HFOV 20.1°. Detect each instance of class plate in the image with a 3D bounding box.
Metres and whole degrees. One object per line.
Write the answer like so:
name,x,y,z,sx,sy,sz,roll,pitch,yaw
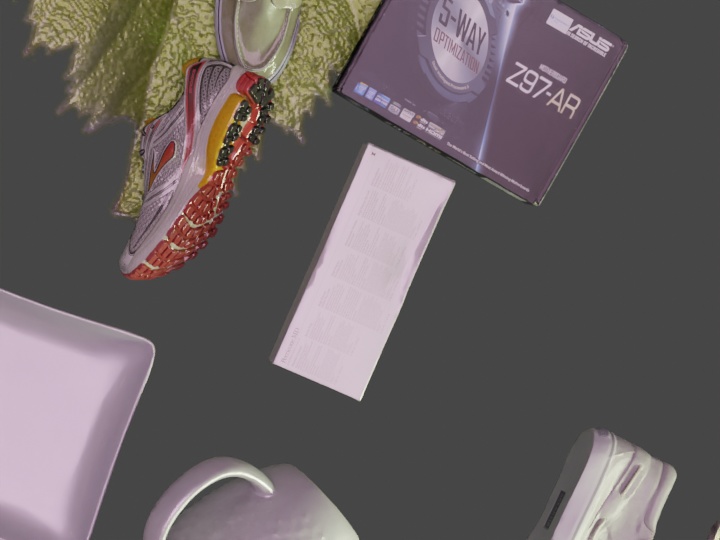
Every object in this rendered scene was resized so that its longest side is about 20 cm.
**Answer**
plate,-0.294,0.119,1.687,0.200,0.032,0.200,20,90,-8

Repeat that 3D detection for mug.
mug,-0.103,0.232,1.645,0.175,0.148,0.200,-42,133,-12

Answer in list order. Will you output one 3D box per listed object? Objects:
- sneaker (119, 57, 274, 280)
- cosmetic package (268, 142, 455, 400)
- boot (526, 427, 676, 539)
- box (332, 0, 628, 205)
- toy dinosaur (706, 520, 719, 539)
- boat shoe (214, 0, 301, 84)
sneaker,-0.147,-0.083,1.680,0.082,0.078,0.200,30,96,21
cosmetic package,0.000,0.000,1.705,0.082,0.051,0.200,24,90,-10
boot,0.197,0.240,1.735,0.095,0.074,0.200,25,95,-12
box,0.100,-0.171,1.710,0.200,0.044,0.160,30,90,-8
toy dinosaur,0.244,0.299,1.747,0.200,0.047,0.088,-34,124,9
boat shoe,-0.079,-0.249,1.673,0.072,0.062,0.201,8,94,-7
